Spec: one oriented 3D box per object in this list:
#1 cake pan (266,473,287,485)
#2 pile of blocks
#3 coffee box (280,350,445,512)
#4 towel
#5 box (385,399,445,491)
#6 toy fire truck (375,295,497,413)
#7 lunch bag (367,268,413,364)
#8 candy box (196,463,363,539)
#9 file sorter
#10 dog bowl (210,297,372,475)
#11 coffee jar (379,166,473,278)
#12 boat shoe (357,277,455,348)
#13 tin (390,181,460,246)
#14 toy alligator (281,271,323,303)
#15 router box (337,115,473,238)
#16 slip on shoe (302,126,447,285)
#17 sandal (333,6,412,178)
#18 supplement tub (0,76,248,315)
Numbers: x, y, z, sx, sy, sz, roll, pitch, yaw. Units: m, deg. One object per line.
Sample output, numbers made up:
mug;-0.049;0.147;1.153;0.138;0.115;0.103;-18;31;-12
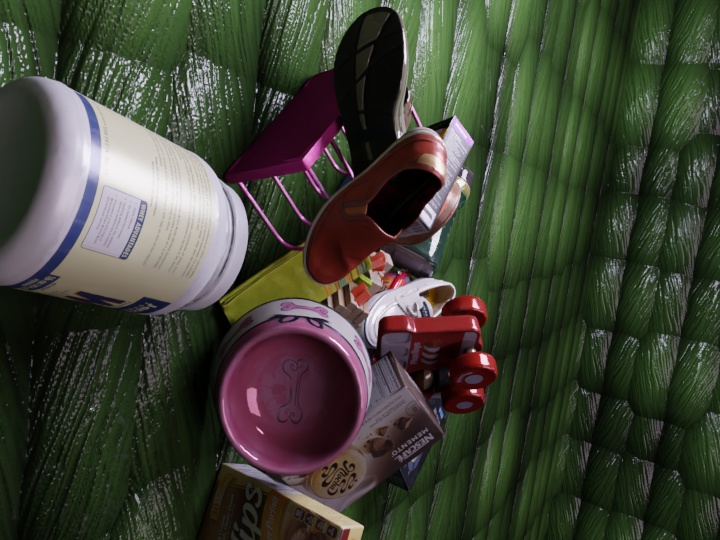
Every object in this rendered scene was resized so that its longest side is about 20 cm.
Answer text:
cake pan;-0.080;0.331;0.923;0.199;0.036;0.206;-27;123;-52
pile of blocks;0.000;0.000;0.871;0.082;0.062;0.201;44;26;-9
coffee box;-0.002;0.219;0.816;0.198;0.080;0.114;-36;121;4
towel;-0.074;0.016;0.759;0.198;0.018;0.088;-34;126;-16
box;0.068;0.260;1.094;0.165;0.084;0.203;-54;142;-32
toy fire truck;0.098;0.126;0.881;0.202;0.162;0.115;94;-5;-53
lunch bag;0.029;0.100;0.987;0.202;0.080;0.178;-59;140;-30
candy box;-0.101;0.321;0.729;0.055;0.196;0.119;31;75;-55
file sorter;-0.030;-0.134;0.721;0.127;0.136;0.202;55;53;-31
dog bowl;-0.078;0.139;0.704;0.074;0.194;0.207;-127;-135;-81
coffee jar;0.114;-0.096;1.025;0.203;0.102;0.086;-63;176;-22
boat shoe;0.075;0.061;0.921;0.197;0.069;0.073;-22;105;-45
tin;0.059;-0.092;0.862;0.042;0.198;0.114;36;77;-28
toy alligator;-0.069;0.050;0.836;0.054;0.060;0.199;-35;140;13
router box;0.040;-0.110;0.814;0.051;0.197;0.151;42;61;-26
slip on shoe;0.009;-0.051;0.600;0.073;0.199;0.062;31;32;-27
sandal;0.020;-0.158;0.631;0.057;0.078;0.207;-39;128;-60
supplement tub;-0.198;-0.045;0.497;0.199;0.142;0.149;23;81;-58
